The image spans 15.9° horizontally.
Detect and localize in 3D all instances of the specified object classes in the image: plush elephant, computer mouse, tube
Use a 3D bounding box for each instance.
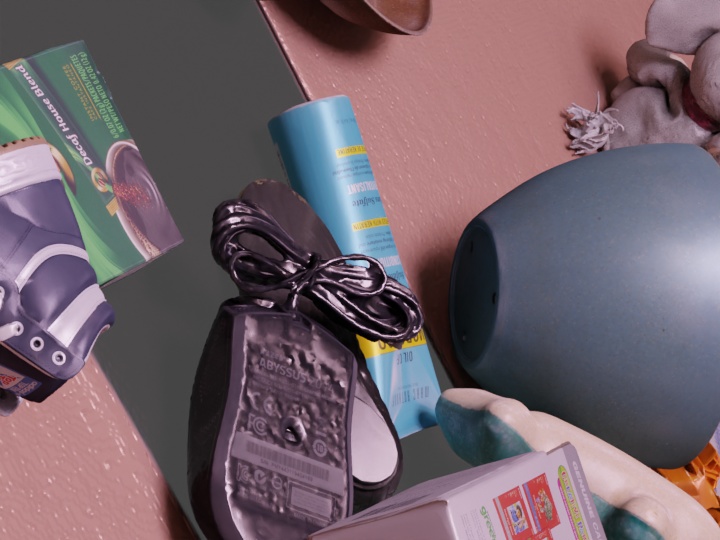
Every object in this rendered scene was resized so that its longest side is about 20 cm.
[{"bbox_3d":[0.259,-0.120,1.877,0.200,0.155,0.165,10,58,-55],"label":"plush elephant"},{"bbox_3d":[-0.042,0.075,1.326,0.138,0.053,0.201,28,55,-28],"label":"computer mouse"},{"bbox_3d":[0.000,0.000,1.491,0.077,0.050,0.201,-13,83,-52],"label":"tube"}]

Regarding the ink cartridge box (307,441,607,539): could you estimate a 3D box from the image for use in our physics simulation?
[{"bbox_3d":[0.074,0.203,1.309,0.175,0.084,0.201,-14,87,-63],"label":"ink cartridge box"}]

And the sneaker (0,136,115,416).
[{"bbox_3d":[-0.191,0.022,1.096,0.200,0.070,0.109,-25,88,-39],"label":"sneaker"}]

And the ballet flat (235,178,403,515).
[{"bbox_3d":[-0.031,0.042,1.413,0.066,0.057,0.200,-10,67,-24],"label":"ballet flat"}]

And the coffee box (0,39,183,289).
[{"bbox_3d":[-0.172,-0.034,1.240,0.123,0.044,0.200,63,30,-1],"label":"coffee box"}]

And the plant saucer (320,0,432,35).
[{"bbox_3d":[-0.024,-0.228,1.619,0.200,0.037,0.201,48,24,-30],"label":"plant saucer"}]

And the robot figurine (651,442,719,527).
[{"bbox_3d":[0.245,0.213,1.624,0.200,0.058,0.145,63,-2,-26],"label":"robot figurine"}]

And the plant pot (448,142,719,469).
[{"bbox_3d":[0.131,0.018,1.563,0.134,0.200,0.201,4,57,-17],"label":"plant pot"}]

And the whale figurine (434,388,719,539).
[{"bbox_3d":[0.118,0.147,1.490,0.200,0.159,0.104,38,79,-27],"label":"whale figurine"}]

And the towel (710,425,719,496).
[{"bbox_3d":[0.234,0.130,1.773,0.200,0.024,0.147,26,48,-44],"label":"towel"}]
